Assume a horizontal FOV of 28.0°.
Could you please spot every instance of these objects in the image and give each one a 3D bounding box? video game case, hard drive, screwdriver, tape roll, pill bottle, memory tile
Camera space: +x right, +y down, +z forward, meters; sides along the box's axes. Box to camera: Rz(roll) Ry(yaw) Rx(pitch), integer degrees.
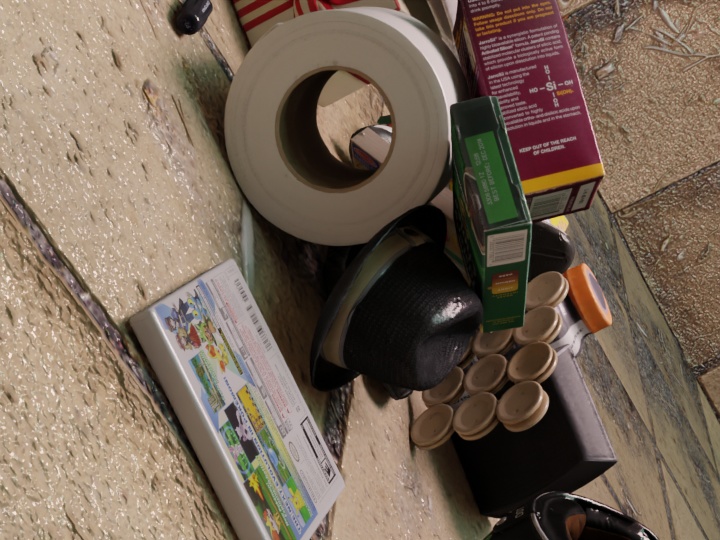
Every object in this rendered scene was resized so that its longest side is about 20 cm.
[{"bbox_3d":[-0.082,0.100,1.033,0.201,0.022,0.182,64,16,-5],"label":"video game case"},{"bbox_3d":[0.162,0.167,1.434,0.042,0.200,0.136,-11,72,-34],"label":"hard drive"},{"bbox_3d":[-0.140,-0.260,1.356,0.029,0.028,0.200,32,26,-6],"label":"screwdriver"},{"bbox_3d":[-0.008,-0.132,1.284,0.204,0.201,0.139,63,16,-5],"label":"tape roll"},{"bbox_3d":[0.163,0.065,1.526,0.107,0.199,0.107,54,20,-30],"label":"pill bottle"},{"bbox_3d":[0.128,0.087,1.406,0.017,0.152,0.201,50,38,-28],"label":"memory tile"}]

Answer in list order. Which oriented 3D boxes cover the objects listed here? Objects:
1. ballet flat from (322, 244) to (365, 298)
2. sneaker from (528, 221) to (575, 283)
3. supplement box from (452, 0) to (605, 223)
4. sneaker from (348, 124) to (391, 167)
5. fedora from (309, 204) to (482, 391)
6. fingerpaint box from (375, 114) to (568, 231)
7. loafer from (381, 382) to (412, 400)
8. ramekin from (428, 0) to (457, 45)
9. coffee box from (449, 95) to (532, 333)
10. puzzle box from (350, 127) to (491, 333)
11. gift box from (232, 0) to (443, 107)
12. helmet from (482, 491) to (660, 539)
[{"bbox_3d":[0.000,0.000,1.368,0.067,0.056,0.201,53,20,-32],"label":"ballet flat"},{"bbox_3d":[0.142,-0.042,1.524,0.115,0.199,0.076,-31,125,-59],"label":"sneaker"},{"bbox_3d":[0.148,-0.153,1.291,0.110,0.085,0.202,85,-8,-77],"label":"supplement box"},{"bbox_3d":[0.050,-0.073,1.605,0.201,0.073,0.080,56,20,-26],"label":"sneaker"},{"bbox_3d":[0.043,0.042,1.206,0.091,0.202,0.200,33,7,19],"label":"fedora"},{"bbox_3d":[0.120,-0.095,1.668,0.201,0.166,0.074,57,45,-27],"label":"fingerpaint box"},{"bbox_3d":[0.050,0.060,1.413,0.068,0.070,0.201,59,17,-17],"label":"loafer"},{"bbox_3d":[0.101,-0.343,1.480,0.200,0.097,0.202,-23,90,-87],"label":"ramekin"},{"bbox_3d":[0.108,-0.041,1.214,0.200,0.044,0.124,80,-2,-65],"label":"coffee box"},{"bbox_3d":[0.068,-0.040,1.419,0.200,0.025,0.134,40,-26,32],"label":"puzzle box"},{"bbox_3d":[-0.026,-0.300,1.493,0.186,0.199,0.187,63,17,13],"label":"gift box"},{"bbox_3d":[0.169,0.307,1.216,0.199,0.192,0.200,23,21,-10],"label":"helmet"}]
